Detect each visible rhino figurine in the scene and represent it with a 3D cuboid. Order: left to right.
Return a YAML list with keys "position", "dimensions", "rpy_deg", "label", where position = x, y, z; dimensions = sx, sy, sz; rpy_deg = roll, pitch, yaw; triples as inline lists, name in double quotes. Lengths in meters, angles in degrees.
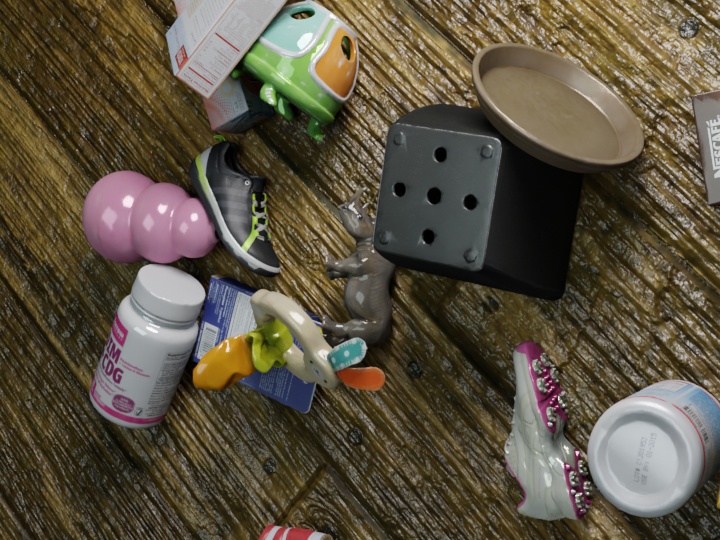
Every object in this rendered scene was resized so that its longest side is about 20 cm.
- position: [0.000, 0.000, 1.301]
  dimensions: [0.086, 0.060, 0.204]
  rpy_deg: [4, 93, 2]
  label: "rhino figurine"

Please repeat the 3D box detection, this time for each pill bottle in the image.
- position: [-0.285, 0.101, 1.435]
  dimensions: [0.113, 0.113, 0.202]
  rpy_deg: [35, 115, 24]
  label: "pill bottle"
- position: [0.303, 0.168, 1.051]
  dimensions: [0.107, 0.199, 0.111]
  rpy_deg: [1, 92, 30]
  label: "pill bottle"

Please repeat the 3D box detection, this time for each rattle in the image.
- position: [-0.088, 0.116, 1.258]
  dimensions: [0.199, 0.142, 0.132]
  rpy_deg: [36, 134, 35]
  label: "rattle"

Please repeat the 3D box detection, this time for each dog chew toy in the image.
- position: [-0.276, -0.066, 1.436]
  dimensions: [0.197, 0.124, 0.127]
  rpy_deg: [8, 96, 22]
  label: "dog chew toy"

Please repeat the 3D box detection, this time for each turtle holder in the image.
- position: [-0.078, -0.260, 1.313]
  dimensions: [0.133, 0.140, 0.185]
  rpy_deg: [-55, 26, 4]
  label: "turtle holder"

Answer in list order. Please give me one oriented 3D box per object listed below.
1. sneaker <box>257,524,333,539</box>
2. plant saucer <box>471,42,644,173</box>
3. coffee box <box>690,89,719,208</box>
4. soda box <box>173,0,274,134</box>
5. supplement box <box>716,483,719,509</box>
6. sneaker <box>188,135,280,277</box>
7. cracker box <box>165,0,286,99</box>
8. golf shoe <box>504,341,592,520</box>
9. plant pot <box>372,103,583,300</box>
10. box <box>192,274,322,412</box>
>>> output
- position: [-0.102, 0.430, 1.374]
  dimensions: [0.111, 0.071, 0.204]
  rpy_deg: [8, 89, 26]
  label: "sneaker"
- position: [0.202, -0.167, 1.108]
  dimensions: [0.200, 0.199, 0.030]
  rpy_deg: [45, 133, 21]
  label: "plant saucer"
- position: [0.435, -0.132, 1.031]
  dimensions: [0.197, 0.079, 0.117]
  rpy_deg: [-10, 86, 30]
  label: "coffee box"
- position: [-0.181, -0.286, 1.399]
  dimensions: [0.068, 0.063, 0.203]
  rpy_deg: [-22, 81, 29]
  label: "soda box"
- position: [0.461, 0.140, 0.996]
  dimensions: [0.197, 0.132, 0.201]
  rpy_deg: [11, 97, 29]
  label: "supplement box"
- position: [-0.152, -0.087, 1.384]
  dimensions: [0.082, 0.072, 0.202]
  rpy_deg: [-36, 78, 17]
  label: "sneaker"
- position: [-0.151, -0.321, 1.281]
  dimensions: [0.200, 0.057, 0.135]
  rpy_deg: [-47, 33, 16]
  label: "cracker box"
- position: [0.192, 0.184, 1.193]
  dimensions: [0.090, 0.075, 0.204]
  rpy_deg: [-18, 82, 33]
  label: "golf shoe"
- position: [0.119, -0.081, 1.165]
  dimensions: [0.197, 0.177, 0.204]
  rpy_deg: [13, 97, 29]
  label: "plant pot"
- position: [-0.127, 0.096, 1.399]
  dimensions: [0.198, 0.032, 0.123]
  rpy_deg: [22, 103, 29]
  label: "box"
